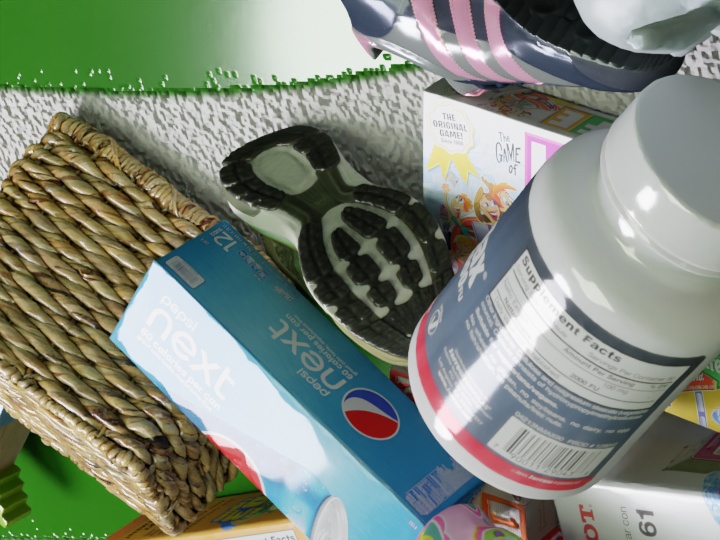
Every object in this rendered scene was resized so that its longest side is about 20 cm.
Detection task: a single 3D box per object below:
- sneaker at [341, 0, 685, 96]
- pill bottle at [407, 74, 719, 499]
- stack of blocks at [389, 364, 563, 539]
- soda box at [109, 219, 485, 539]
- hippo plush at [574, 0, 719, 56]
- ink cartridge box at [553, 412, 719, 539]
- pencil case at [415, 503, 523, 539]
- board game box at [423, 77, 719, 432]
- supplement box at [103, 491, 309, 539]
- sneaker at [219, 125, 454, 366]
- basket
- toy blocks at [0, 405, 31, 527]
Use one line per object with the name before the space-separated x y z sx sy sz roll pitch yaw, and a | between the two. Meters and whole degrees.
sneaker | 0.075 -0.116 1.284 0.199 0.070 0.082 25 144 33
pill bottle | 0.115 0.006 1.220 0.120 0.119 0.200 47 135 10
stack of blocks | 0.082 0.141 1.421 0.115 0.058 0.201 16 123 34
soda box | -0.034 0.072 1.388 0.200 0.064 0.068 44 130 12
hippo plush | 0.171 -0.127 1.129 0.159 0.201 0.160 35 163 -22
ink cartridge box | 0.204 0.155 1.304 0.199 0.084 0.146 4 116 42
pencil case | 0.102 0.189 1.292 0.199 0.087 0.088 30 131 26
board game box | 0.120 -0.010 1.318 0.199 0.034 0.135 20 126 32
supplement box | -0.066 0.170 1.565 0.199 0.066 0.069 -11 104 44
sneaker | 0.000 0.000 1.388 0.200 0.077 0.089 50 167 49
basket | -0.136 0.036 1.541 0.199 0.149 0.143 34 165 22
toy blocks | -0.270 0.051 1.669 0.200 0.100 0.137 41 123 17
